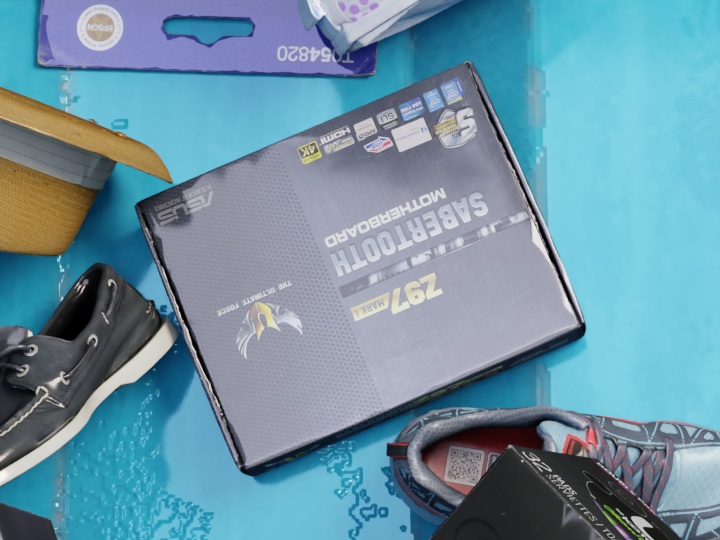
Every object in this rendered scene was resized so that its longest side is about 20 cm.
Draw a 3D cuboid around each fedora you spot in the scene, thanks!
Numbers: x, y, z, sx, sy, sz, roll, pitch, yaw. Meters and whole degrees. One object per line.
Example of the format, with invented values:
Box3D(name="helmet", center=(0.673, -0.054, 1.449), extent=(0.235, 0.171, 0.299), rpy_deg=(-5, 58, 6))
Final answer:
Box3D(name="fedora", center=(-0.200, -0.057, 1.199), extent=(0.200, 0.201, 0.082), rpy_deg=(21, 92, 9))

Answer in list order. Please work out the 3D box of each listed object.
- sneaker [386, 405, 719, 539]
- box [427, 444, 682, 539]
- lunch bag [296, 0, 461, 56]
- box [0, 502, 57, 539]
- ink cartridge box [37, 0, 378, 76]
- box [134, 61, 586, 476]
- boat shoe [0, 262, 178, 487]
Box3D(name="sneaker", center=(0.111, 0.109, 1.178), extent=(0.200, 0.096, 0.079), rpy_deg=(2, 80, 6))
Box3D(name="box", center=(0.119, 0.192, 1.046), extent=(0.200, 0.149, 0.124), rpy_deg=(43, 99, 20))
Box3D(name="lunch bag", center=(0.032, -0.223, 1.201), extent=(0.200, 0.127, 0.170), rpy_deg=(-27, 86, -18))
Box3D(name="box", center=(-0.218, 0.244, 1.126), extent=(0.200, 0.124, 0.197), rpy_deg=(-25, 75, 2))
Box3D(name="ink cartridge box", center=(-0.082, -0.211, 1.284), extent=(0.199, 0.041, 0.200), rpy_deg=(2, 80, 6))
Box3D(name="box", center=(0.000, 0.000, 1.232), extent=(0.200, 0.051, 0.158), rpy_deg=(-22, 79, 2))
Box3D(name="boat shoe", center=(-0.165, 0.053, 1.171), extent=(0.074, 0.199, 0.066), rpy_deg=(-24, 102, 39))
